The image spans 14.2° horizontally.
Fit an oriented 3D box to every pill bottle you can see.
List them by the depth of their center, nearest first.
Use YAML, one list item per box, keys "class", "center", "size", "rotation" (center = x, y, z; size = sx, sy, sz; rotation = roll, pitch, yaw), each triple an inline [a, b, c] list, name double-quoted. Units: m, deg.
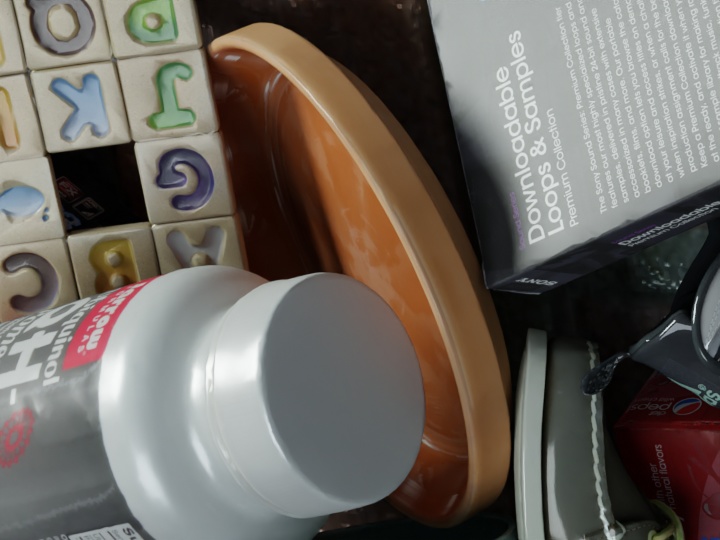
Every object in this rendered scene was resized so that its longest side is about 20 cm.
- class: "pill bottle"
  center: [-0.075, 0.060, 1.045]
  size: [0.200, 0.111, 0.111]
  rotation: [-16, 111, 42]

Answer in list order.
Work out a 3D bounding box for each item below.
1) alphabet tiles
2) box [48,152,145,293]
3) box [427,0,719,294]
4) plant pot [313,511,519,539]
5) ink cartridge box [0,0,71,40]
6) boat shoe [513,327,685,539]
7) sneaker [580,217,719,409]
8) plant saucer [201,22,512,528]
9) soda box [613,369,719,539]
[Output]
- class: "alphabet tiles"
  center: [-0.153, -0.055, 1.085]
  size: [0.200, 0.008, 0.167]
  rotation: [-8, 112, 8]
- class: "box"
  center: [-0.140, 0.049, 1.199]
  size: [0.198, 0.050, 0.200]
  rotation: [40, 130, 18]
- class: "box"
  center: [0.111, -0.091, 0.965]
  size: [0.200, 0.036, 0.143]
  rotation: [-24, 68, 36]
- class: "plant pot"
  center: [-0.025, 0.178, 1.063]
  size: [0.200, 0.200, 0.134]
  rotation: [-12, 92, 33]
- class: "ink cartridge box"
  center: [-0.197, -0.166, 1.086]
  size: [0.200, 0.043, 0.197]
  rotation: [-23, 97, 12]
- class: "boat shoe"
  center: [0.090, 0.115, 1.048]
  size: [0.060, 0.072, 0.202]
  rotation: [-4, 108, 9]
- class: "sneaker"
  center: [0.146, 0.049, 0.993]
  size: [0.140, 0.078, 0.200]
  rotation: [-3, 84, -2]
- class: "plant saucer"
  center: [0.000, 0.000, 1.072]
  size: [0.200, 0.032, 0.200]
  rotation: [53, 158, 31]
- class: "soda box"
  center: [0.157, 0.126, 1.103]
  size: [0.063, 0.070, 0.200]
  rotation: [-1, 119, 31]
